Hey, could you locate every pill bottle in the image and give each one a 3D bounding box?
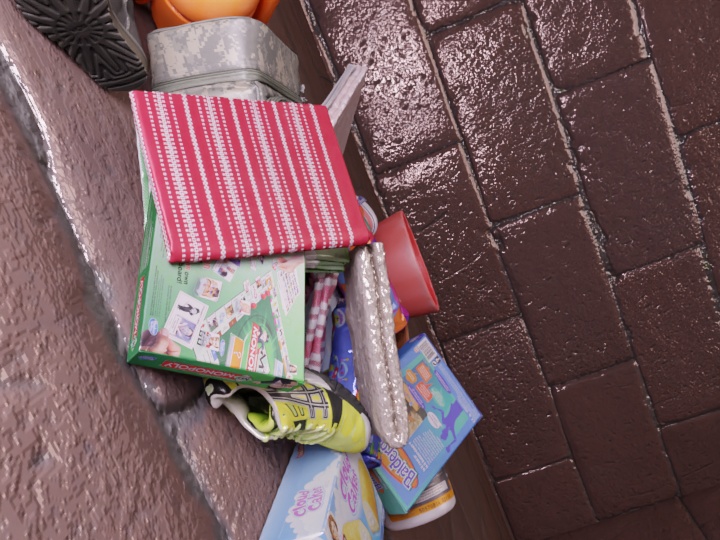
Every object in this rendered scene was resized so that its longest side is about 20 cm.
[{"bbox_3d":[0.059,0.270,0.945,0.116,0.115,0.203,31,40,-76],"label":"pill bottle"}]

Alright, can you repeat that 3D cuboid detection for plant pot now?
[{"bbox_3d":[0.032,0.014,1.164,0.200,0.175,0.203,-22,90,-81],"label":"plant pot"}]

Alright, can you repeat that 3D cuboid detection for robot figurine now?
[{"bbox_3d":[-0.173,-0.315,0.708,0.143,0.117,0.200,37,-13,-18],"label":"robot figurine"}]

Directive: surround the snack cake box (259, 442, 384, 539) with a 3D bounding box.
[{"bbox_3d":[-0.029,0.251,0.611,0.200,0.066,0.116,-69,139,-77],"label":"snack cake box"}]

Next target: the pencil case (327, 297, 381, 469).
[{"bbox_3d":[-0.005,0.139,0.770,0.087,0.077,0.203,139,-40,-61],"label":"pencil case"}]

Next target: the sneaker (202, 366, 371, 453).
[{"bbox_3d":[-0.069,0.129,0.580,0.199,0.075,0.077,37,35,-28],"label":"sneaker"}]

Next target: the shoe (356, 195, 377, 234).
[{"bbox_3d":[-0.069,-0.100,0.936,0.198,0.072,0.091,31,15,2],"label":"shoe"}]

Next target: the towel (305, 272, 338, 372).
[{"bbox_3d":[-0.044,0.059,0.717,0.146,0.029,0.203,-140,-121,-88],"label":"towel"}]

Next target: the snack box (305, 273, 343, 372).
[{"bbox_3d":[-0.056,0.039,0.928,0.200,0.067,0.171,-57,126,-80],"label":"snack box"}]

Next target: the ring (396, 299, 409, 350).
[{"bbox_3d":[0.013,0.070,1.030,0.200,0.019,0.203,35,-42,39],"label":"ring"}]

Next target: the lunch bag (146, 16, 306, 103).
[{"bbox_3d":[-0.139,-0.173,0.722,0.200,0.137,0.171,-20,106,-80],"label":"lunch bag"}]

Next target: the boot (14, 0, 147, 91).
[{"bbox_3d":[-0.238,-0.278,0.530,0.182,0.071,0.203,84,-4,-69],"label":"boot"}]

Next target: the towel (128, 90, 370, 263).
[{"bbox_3d":[-0.086,-0.080,0.535,0.198,0.022,0.146,-7,73,-41],"label":"towel"}]

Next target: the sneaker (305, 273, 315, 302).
[{"bbox_3d":[-0.105,0.018,0.696,0.096,0.078,0.201,52,14,-24],"label":"sneaker"}]

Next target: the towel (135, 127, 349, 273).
[{"bbox_3d":[-0.102,-0.073,0.586,0.198,0.031,0.151,2,70,-36],"label":"towel"}]

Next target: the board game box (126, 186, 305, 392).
[{"bbox_3d":[-0.107,-0.012,0.512,0.133,0.029,0.203,19,55,-33],"label":"board game box"}]

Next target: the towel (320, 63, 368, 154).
[{"bbox_3d":[-0.057,-0.134,0.794,0.192,0.032,0.201,112,3,-54],"label":"towel"}]

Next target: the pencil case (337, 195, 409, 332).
[{"bbox_3d":[0.000,0.000,0.885,0.089,0.087,0.202,-86,155,-70],"label":"pencil case"}]

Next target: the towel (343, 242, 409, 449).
[{"bbox_3d":[0.011,0.074,0.645,0.133,0.034,0.203,138,-56,-80],"label":"towel"}]

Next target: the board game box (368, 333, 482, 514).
[{"bbox_3d":[0.066,0.207,0.875,0.199,0.045,0.153,-37,93,-39],"label":"board game box"}]
